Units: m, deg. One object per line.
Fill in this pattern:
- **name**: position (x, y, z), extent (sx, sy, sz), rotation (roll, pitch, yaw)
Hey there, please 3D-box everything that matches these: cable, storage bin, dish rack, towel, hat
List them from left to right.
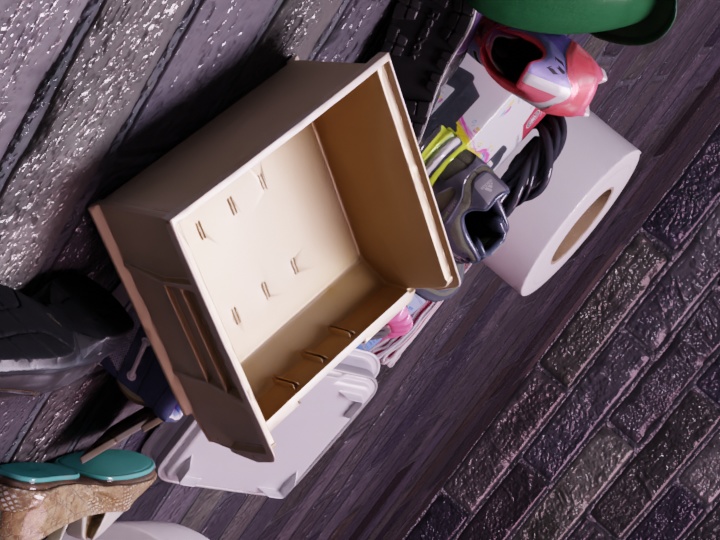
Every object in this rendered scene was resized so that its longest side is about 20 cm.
- **dish rack**: position (-0.086, 0.141, 1.332), extent (0.171, 0.044, 0.200), rotation (15, 128, -34)
- **storage bin**: position (-0.047, -0.009, 0.970), extent (0.200, 0.093, 0.200), rotation (-42, 125, -33)
- **towel**: position (0.056, -0.008, 1.467), extent (0.147, 0.030, 0.200), rotation (-53, -163, 24)
- **cable**: position (0.111, -0.085, 1.400), extent (0.200, 0.051, 0.163), rotation (-38, -149, 4)
- **hat**: position (0.093, -0.184, 1.026), extent (0.176, 0.200, 0.166), rotation (-45, -178, -19)

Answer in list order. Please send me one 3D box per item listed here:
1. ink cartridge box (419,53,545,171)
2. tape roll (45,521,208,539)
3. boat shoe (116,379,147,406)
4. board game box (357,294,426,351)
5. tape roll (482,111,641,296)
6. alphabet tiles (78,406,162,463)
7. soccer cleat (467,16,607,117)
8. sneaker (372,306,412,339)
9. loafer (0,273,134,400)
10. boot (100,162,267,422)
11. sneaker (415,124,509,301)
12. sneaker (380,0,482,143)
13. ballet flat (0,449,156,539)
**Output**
- **ink cartridge box**: position (0.078, -0.121, 1.287), extent (0.200, 0.083, 0.146), rotation (-48, 166, -7)
- **tape roll**: position (-0.206, 0.322, 1.287), extent (0.203, 0.202, 0.139), rotation (-49, 167, 0)
- **boat shoe**: position (-0.103, 0.026, 1.132), extent (0.200, 0.071, 0.065), rotation (-43, 165, -23)
- **board game box**: position (-0.016, 0.007, 1.276), extent (0.103, 0.019, 0.200), rotation (-40, 143, -4)
- **tape roll**: position (0.189, -0.092, 1.600), extent (0.203, 0.139, 0.203), rotation (-45, 166, -15)
- **alphabet tiles**: position (-0.127, 0.090, 1.162), extent (0.199, 0.008, 0.167), rotation (-31, -175, 8)
- **soccer cleat**: position (0.114, -0.177, 1.139), extent (0.076, 0.200, 0.067), rotation (15, 112, -32)
- **sneaker**: position (0.000, 0.000, 1.207), extent (0.078, 0.096, 0.200), rotation (-8, 161, -5)
- **loafer**: position (-0.207, 0.052, 0.881), extent (0.072, 0.073, 0.200), rotation (-48, 166, 14)
- **boot**: position (-0.105, 0.007, 1.033), extent (0.200, 0.090, 0.073), rotation (-53, 166, 13)
- **sneaker**: position (0.075, -0.027, 1.187), extent (0.074, 0.081, 0.200), rotation (-43, 157, -21)
- **sneaker**: position (0.041, -0.145, 1.140), extent (0.201, 0.076, 0.088), rotation (-56, 171, 23)
- **ballet flat**: position (-0.227, 0.179, 1.140), extent (0.200, 0.070, 0.066), rotation (7, 97, -64)
